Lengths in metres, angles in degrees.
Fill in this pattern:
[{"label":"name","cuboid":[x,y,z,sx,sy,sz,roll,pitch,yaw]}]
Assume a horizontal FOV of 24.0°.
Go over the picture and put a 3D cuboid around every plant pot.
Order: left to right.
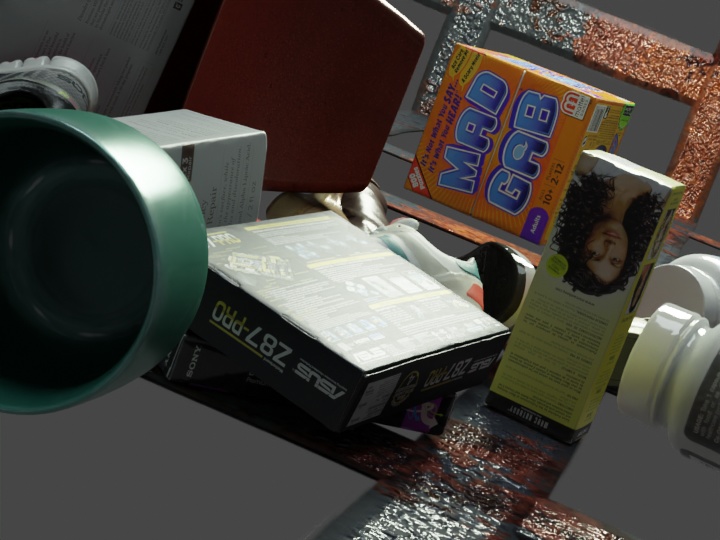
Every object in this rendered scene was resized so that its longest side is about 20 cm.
[{"label":"plant pot","cuboid":[-0.067,-0.163,1.341,0.176,0.200,0.200,18,10,-23]}]

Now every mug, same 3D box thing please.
[{"label":"mug","cuboid":[-0.165,-0.022,0.889,0.185,0.152,0.114,59,14,3]}]

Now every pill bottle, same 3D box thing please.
[{"label":"pill bottle","cuboid":[0.360,0.041,1.722,0.112,0.112,0.200,29,13,38]},{"label":"pill bottle","cuboid":[0.304,0.107,1.287,0.200,0.114,0.114,26,12,23]}]

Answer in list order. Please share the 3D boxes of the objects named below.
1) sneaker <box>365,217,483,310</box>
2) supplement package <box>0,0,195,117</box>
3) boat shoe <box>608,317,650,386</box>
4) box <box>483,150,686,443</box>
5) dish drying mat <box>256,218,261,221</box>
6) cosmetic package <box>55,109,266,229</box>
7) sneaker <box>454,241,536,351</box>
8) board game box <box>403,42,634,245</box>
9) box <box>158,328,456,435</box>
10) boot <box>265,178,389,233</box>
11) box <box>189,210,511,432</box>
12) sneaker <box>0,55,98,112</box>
[{"label":"sneaker","cuboid":[0.001,0.000,1.246,0.200,0.070,0.093,18,52,-13]},{"label":"supplement package","cuboid":[-0.253,-0.209,1.300,0.200,0.152,0.151,22,8,-24]},{"label":"boat shoe","cuboid":[0.267,0.075,1.480,0.200,0.075,0.068,17,17,-14]},{"label":"box","cuboid":[0.161,0.018,1.223,0.075,0.200,0.050,23,14,20]},{"label":"dish drying mat","cuboid":[-0.068,-0.015,1.447,0.077,0.018,0.200,8,17,-45]},{"label":"cosmetic package","cuboid":[-0.145,-0.039,1.052,0.074,0.102,0.200,16,18,26]},{"label":"sneaker","cuboid":[0.139,0.033,1.376,0.121,0.084,0.200,15,-5,-13]},{"label":"board game box","cuboid":[0.210,-0.163,2.213,0.200,0.200,0.200,24,12,20]},{"label":"box","cuboid":[-0.054,0.050,1.110,0.200,0.036,0.143,13,13,-29]},{"label":"boot","cuboid":[0.015,0.000,1.376,0.166,0.072,0.200,45,19,11]},{"label":"box","cuboid":[-0.017,0.025,1.066,0.161,0.049,0.200,35,22,21]},{"label":"sneaker","cuboid":[-0.284,-0.101,1.194,0.200,0.074,0.087,-9,28,-5]}]
